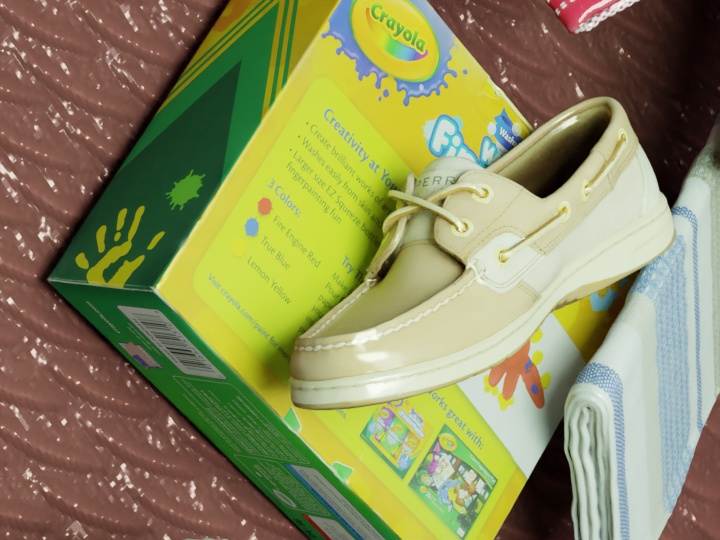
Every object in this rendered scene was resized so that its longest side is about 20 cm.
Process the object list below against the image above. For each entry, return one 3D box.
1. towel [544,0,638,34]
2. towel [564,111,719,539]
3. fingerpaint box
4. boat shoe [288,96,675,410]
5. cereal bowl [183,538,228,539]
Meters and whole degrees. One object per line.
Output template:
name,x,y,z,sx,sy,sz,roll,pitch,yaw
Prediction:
towel,0.090,-0.204,1.132,0.144,0.022,0.201,-30,70,-1
towel,0.129,0.028,1.223,0.147,0.024,0.200,82,30,-47
fingerpaint box,0.000,0.000,1.141,0.200,0.073,0.167,46,64,-34
boat shoe,0.039,-0.010,1.083,0.200,0.073,0.070,-31,111,-45
cereal bowl,-0.091,0.178,1.042,0.200,0.083,0.201,-40,148,-32
